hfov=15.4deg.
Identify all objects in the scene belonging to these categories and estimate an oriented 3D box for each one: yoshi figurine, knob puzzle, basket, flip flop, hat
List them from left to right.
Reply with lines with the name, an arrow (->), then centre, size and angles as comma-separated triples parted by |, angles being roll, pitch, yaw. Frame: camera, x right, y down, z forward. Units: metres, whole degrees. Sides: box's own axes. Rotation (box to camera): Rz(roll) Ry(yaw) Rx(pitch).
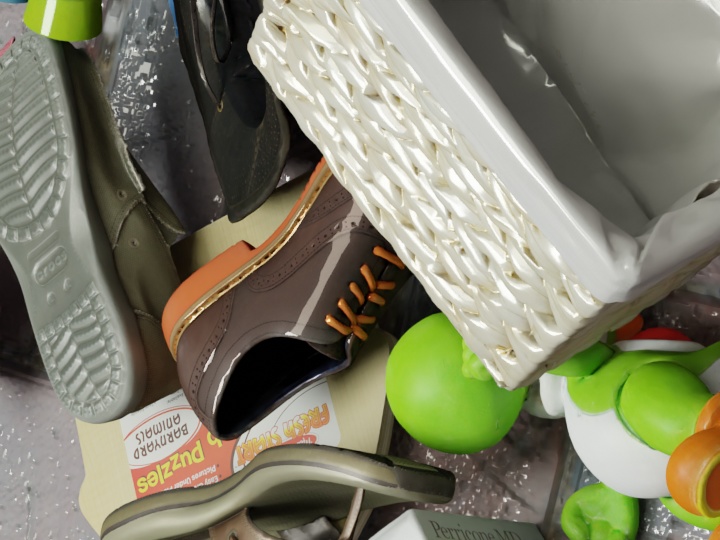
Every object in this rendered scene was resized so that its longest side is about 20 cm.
knob puzzle -> -0.053, 0.077, 1.259 | 0.219, 0.030, 0.220 | -8, 76, 36
flip flop -> -0.037, 0.116, 1.169 | 0.200, 0.081, 0.058 | -19, 66, 38
hat -> -0.032, -0.120, 1.232 | 0.201, 0.081, 0.201 | 175, 90, -74
basket -> 0.066, -0.072, 1.040 | 0.200, 0.135, 0.123 | 54, 149, 11
yoshi figurine -> 0.086, 0.064, 1.107 | 0.200, 0.112, 0.113 | 33, 112, 43

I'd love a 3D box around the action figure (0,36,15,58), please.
action figure -> -0.218, -0.031, 1.341 | 0.134, 0.149, 0.200 | 25, 111, 44

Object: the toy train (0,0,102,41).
toy train -> -0.130, -0.157, 1.242 | 0.200, 0.085, 0.116 | 40, 127, 45

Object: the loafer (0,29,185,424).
loafer -> -0.128, -0.021, 1.272 | 0.075, 0.070, 0.200 | -28, 69, 38

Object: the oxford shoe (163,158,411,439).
oxford shoe -> 0.000, 0.000, 1.158 | 0.200, 0.071, 0.073 | -42, 43, 24

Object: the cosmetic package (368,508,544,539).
cosmetic package -> 0.069, 0.198, 1.099 | 0.074, 0.102, 0.200 | -42, 61, 24

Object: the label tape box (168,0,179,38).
label tape box -> -0.087, -0.239, 1.321 | 0.143, 0.066, 0.200 | -34, 61, 29
